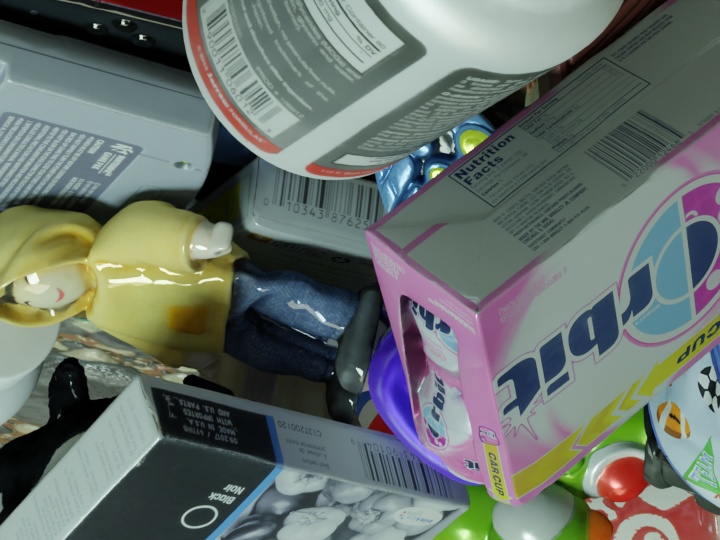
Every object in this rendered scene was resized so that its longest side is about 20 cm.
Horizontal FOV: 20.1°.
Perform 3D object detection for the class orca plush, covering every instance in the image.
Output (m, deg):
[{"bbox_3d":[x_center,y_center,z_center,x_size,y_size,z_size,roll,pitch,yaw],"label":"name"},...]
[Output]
[{"bbox_3d":[-0.140,0.078,1.018,0.105,0.072,0.199,-23,176,-43],"label":"orca plush"}]

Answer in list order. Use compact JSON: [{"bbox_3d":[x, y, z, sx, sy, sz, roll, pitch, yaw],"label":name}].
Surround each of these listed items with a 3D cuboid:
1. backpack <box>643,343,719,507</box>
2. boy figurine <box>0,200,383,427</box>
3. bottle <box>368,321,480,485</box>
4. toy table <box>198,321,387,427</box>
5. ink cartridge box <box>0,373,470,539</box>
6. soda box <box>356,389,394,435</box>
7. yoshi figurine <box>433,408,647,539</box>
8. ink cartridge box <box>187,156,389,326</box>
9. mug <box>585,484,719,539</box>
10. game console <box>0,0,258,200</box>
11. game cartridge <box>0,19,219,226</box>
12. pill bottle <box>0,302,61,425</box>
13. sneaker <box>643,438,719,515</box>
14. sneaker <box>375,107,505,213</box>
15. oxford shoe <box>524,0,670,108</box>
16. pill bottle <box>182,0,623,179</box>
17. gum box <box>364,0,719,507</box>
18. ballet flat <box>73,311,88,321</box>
[{"bbox_3d":[0.227,0.040,0.908,0.189,0.202,0.154,12,147,-8],"label":"backpack"},{"bbox_3d":[-0.088,0.011,0.977,0.198,0.065,0.125,16,147,-5],"label":"boy figurine"},{"bbox_3d":[0.047,0.050,0.972,0.083,0.065,0.200,43,-176,1],"label":"bottle"},{"bbox_3d":[-0.052,0.086,1.124,0.182,0.118,0.200,1,166,20],"label":"toy table"},{"bbox_3d":[-0.081,0.140,1.005,0.197,0.044,0.200,16,133,-38],"label":"ink cartridge box"},{"bbox_3d":[0.013,0.088,1.238,0.063,0.069,0.199,13,174,-42],"label":"soda box"},{"bbox_3d":[0.102,0.098,1.115,0.112,0.201,0.112,35,171,-11],"label":"yoshi figurine"},{"bbox_3d":[0.000,0.000,1.090,0.196,0.047,0.200,11,166,-21],"label":"ink cartridge box"},{"bbox_3d":[0.169,0.143,1.286,0.198,0.135,0.177,1,156,32],"label":"mug"},{"bbox_3d":[-0.106,-0.083,0.968,0.175,0.031,0.200,16,159,-14],"label":"game console"},{"bbox_3d":[-0.144,-0.058,0.967,0.132,0.041,0.200,18,158,-19],"label":"game cartridge"},{"bbox_3d":[-0.233,0.043,1.070,0.111,0.113,0.200,20,152,-24],"label":"pill bottle"},{"bbox_3d":[0.199,0.086,1.029,0.079,0.076,0.200,12,173,26],"label":"sneaker"},{"bbox_3d":[0.075,-0.025,0.966,0.071,0.083,0.199,-34,122,25],"label":"sneaker"},{"bbox_3d":[0.091,-0.074,0.846,0.075,0.070,0.201,38,160,35],"label":"oxford shoe"},{"bbox_3d":[0.025,-0.112,0.708,0.115,0.117,0.200,20,157,-23],"label":"pill bottle"},{"bbox_3d":[0.097,-0.011,0.781,0.066,0.199,0.114,36,154,39],"label":"gum box"},{"bbox_3d":[-0.212,-0.027,1.133,0.199,0.068,0.072,21,137,-22],"label":"ballet flat"}]
